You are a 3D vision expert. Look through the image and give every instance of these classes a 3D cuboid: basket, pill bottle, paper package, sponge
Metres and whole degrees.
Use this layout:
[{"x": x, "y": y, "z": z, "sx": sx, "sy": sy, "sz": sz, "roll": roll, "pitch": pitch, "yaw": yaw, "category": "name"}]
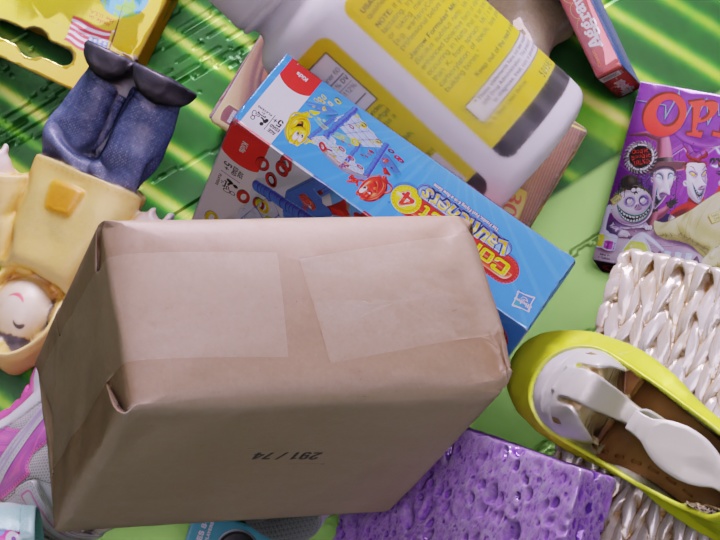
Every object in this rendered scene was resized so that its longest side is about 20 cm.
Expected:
[{"x": 0.213, "y": 0.115, "z": 1.284, "sx": 0.160, "sy": 0.200, "sz": 0.199, "roll": 15, "pitch": 78, "yaw": 30, "category": "basket"}, {"x": 0.018, "y": -0.124, "z": 1.294, "sx": 0.200, "sy": 0.114, "sz": 0.114, "roll": 42, "pitch": 81, "yaw": -7, "category": "pill bottle"}, {"x": -0.053, "y": 0.056, "z": 1.189, "sx": 0.199, "sy": 0.191, "sz": 0.104, "roll": -2, "pitch": 65, "yaw": -20, "category": "paper package"}, {"x": 0.054, "y": 0.142, "z": 1.250, "sx": 0.030, "sy": 0.200, "sz": 0.112, "roll": 16, "pitch": 89, "yaw": -35, "category": "sponge"}]

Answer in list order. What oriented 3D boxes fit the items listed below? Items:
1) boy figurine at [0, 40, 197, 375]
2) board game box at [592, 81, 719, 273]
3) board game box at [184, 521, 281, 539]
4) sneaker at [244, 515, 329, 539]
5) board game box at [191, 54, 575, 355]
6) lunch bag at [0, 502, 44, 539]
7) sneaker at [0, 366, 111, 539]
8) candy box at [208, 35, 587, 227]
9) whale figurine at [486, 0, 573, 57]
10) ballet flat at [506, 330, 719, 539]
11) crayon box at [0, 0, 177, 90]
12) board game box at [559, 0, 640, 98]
[{"x": -0.176, "y": -0.035, "z": 1.351, "sx": 0.124, "sy": 0.064, "sz": 0.200, "roll": 29, "pitch": 92, "yaw": 9, "category": "boy figurine"}, {"x": 0.250, "y": -0.039, "z": 1.385, "sx": 0.199, "sy": 0.032, "sz": 0.120, "roll": 11, "pitch": 75, "yaw": 22, "category": "board game box"}, {"x": -0.027, "y": 0.243, "z": 1.347, "sx": 0.199, "sy": 0.047, "sz": 0.151, "roll": 18, "pitch": 80, "yaw": 0, "category": "board game box"}, {"x": -0.084, "y": 0.083, "z": 1.369, "sx": 0.200, "sy": 0.071, "sz": 0.080, "roll": 36, "pitch": 41, "yaw": 17, "category": "sneaker"}, {"x": 0.000, "y": 0.000, "z": 1.312, "sx": 0.196, "sy": 0.200, "sz": 0.056, "roll": 36, "pitch": 60, "yaw": 4, "category": "board game box"}, {"x": -0.254, "y": 0.201, "z": 1.259, "sx": 0.170, "sy": 0.200, "sz": 0.122, "roll": 0, "pitch": 46, "yaw": -4, "category": "lunch bag"}, {"x": -0.181, "y": 0.120, "z": 1.308, "sx": 0.200, "sy": 0.081, "sz": 0.088, "roll": -45, "pitch": 49, "yaw": 22, "category": "sneaker"}, {"x": 0.024, "y": -0.088, "z": 1.393, "sx": 0.200, "sy": 0.055, "sz": 0.116, "roll": 32, "pitch": 95, "yaw": 4, "category": "candy box"}, {"x": 0.044, "y": -0.197, "z": 1.409, "sx": 0.200, "sy": 0.104, "sz": 0.159, "roll": 48, "pitch": 42, "yaw": -14, "category": "whale figurine"}, {"x": 0.142, "y": 0.078, "z": 1.184, "sx": 0.200, "sy": 0.067, "sz": 0.067, "roll": 33, "pitch": 92, "yaw": 38, "category": "ballet flat"}, {"x": -0.165, "y": -0.208, "z": 1.418, "sx": 0.127, "sy": 0.051, "sz": 0.200, "roll": 25, "pitch": 79, "yaw": 1, "category": "crayon box"}, {"x": 0.117, "y": -0.204, "z": 1.404, "sx": 0.019, "sy": 0.103, "sz": 0.200, "roll": -26, "pitch": 82, "yaw": 10, "category": "board game box"}]
